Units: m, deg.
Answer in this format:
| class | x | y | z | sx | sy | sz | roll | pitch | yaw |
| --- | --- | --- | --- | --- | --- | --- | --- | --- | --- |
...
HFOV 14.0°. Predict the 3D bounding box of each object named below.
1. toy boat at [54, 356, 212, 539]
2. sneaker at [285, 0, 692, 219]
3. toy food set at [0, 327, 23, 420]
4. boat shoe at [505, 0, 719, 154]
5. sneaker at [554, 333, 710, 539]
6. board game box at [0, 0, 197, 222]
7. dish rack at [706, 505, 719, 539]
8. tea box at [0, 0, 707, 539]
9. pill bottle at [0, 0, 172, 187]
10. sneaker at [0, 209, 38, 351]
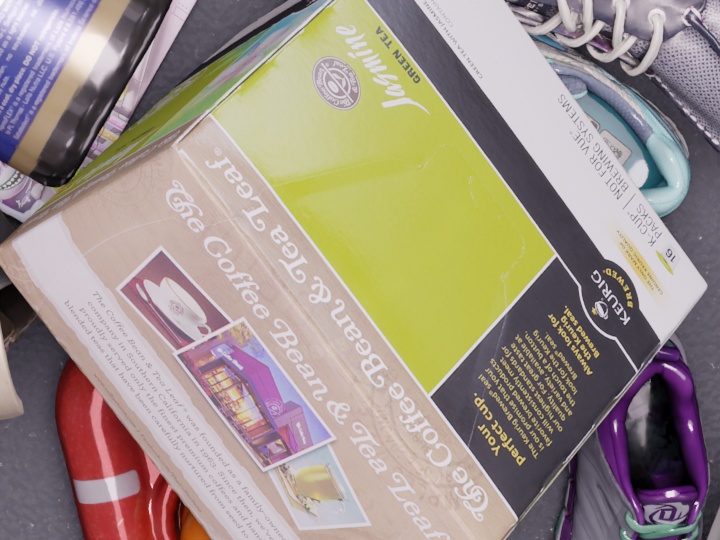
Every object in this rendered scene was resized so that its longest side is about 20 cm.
| class | x | y | z | sx | sy | sz | roll | pitch | yaw |
| --- | --- | --- | --- | --- | --- | --- | --- | --- | --- |
| toy boat | -0.054 | 0.111 | 1.259 | 0.130 | 0.131 | 0.200 | -14 | 98 | -4 |
| sneaker | 0.062 | -0.084 | 1.270 | 0.200 | 0.086 | 0.078 | 28 | 94 | -8 |
| toy food set | -0.216 | -0.027 | 1.135 | 0.143 | 0.060 | 0.200 | -10 | 95 | 0 |
| boat shoe | 0.107 | -0.109 | 1.244 | 0.093 | 0.075 | 0.200 | -25 | 71 | -30 |
| sneaker | 0.122 | 0.124 | 1.301 | 0.074 | 0.088 | 0.200 | -5 | 97 | -5 |
| board game box | -0.133 | -0.127 | 1.274 | 0.120 | 0.032 | 0.200 | 29 | 93 | -5 |
| dish rack | 0.244 | 0.107 | 1.312 | 0.200 | 0.044 | 0.172 | 19 | 96 | -28 |
| tea box | 0.000 | 0.000 | 1.182 | 0.200 | 0.134 | 0.197 | 54 | 46 | -9 |
| pill bottle | -0.182 | -0.127 | 1.200 | 0.200 | 0.112 | 0.112 | 29 | 93 | -7 |
| sneaker | -0.225 | 0.016 | 1.187 | 0.200 | 0.075 | 0.106 | -35 | 65 | -22 |
